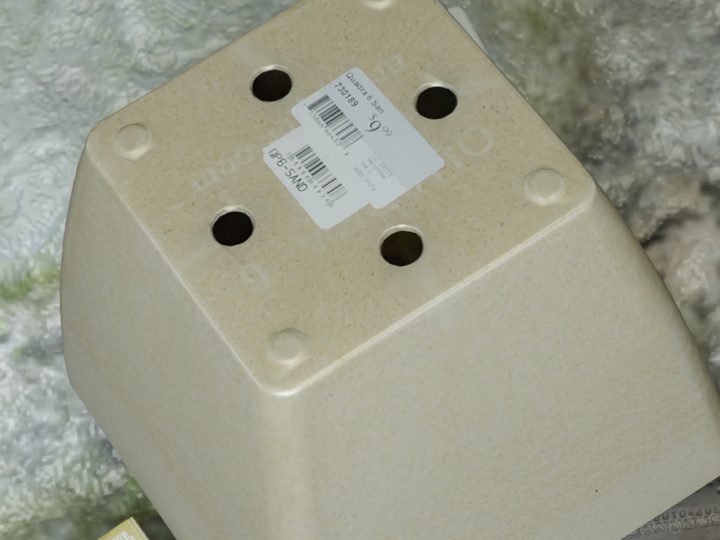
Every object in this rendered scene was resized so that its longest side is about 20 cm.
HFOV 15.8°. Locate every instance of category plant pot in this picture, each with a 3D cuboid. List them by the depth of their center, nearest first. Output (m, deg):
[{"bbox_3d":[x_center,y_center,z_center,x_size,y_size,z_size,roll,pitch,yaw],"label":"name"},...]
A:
[{"bbox_3d":[0.001,0.010,0.954,0.199,0.177,0.200,-32,59,-11],"label":"plant pot"}]

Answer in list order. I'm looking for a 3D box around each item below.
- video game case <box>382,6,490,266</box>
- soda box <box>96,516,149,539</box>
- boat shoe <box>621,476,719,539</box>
[{"bbox_3d":[0.000,0.000,1.079,0.181,0.023,0.201,-23,61,-6],"label":"video game case"},{"bbox_3d":[-0.055,0.196,0.987,0.064,0.068,0.200,-33,70,-10],"label":"soda box"},{"bbox_3d":[0.075,0.105,1.023,0.199,0.060,0.072,-9,67,-1],"label":"boat shoe"}]
